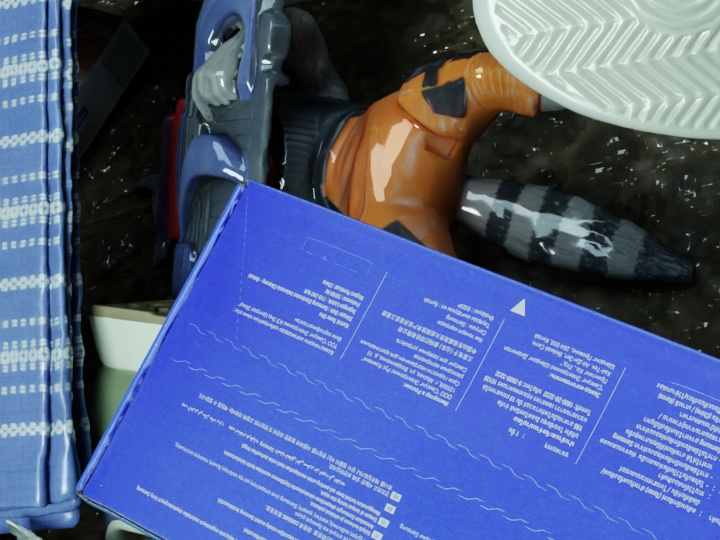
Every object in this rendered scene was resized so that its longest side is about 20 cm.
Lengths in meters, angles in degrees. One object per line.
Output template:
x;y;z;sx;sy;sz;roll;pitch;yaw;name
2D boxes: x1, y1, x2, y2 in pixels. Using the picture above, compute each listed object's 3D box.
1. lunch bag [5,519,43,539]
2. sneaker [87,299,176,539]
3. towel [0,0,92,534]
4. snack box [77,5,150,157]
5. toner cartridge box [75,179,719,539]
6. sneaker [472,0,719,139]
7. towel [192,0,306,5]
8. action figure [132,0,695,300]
-0.119;0.172;0.653;0.160;0.076;0.201;0;70;32;lunch bag
-0.003;0.065;0.652;0.199;0.067;0.090;11;98;39;sneaker
-0.141;-0.017;0.715;0.144;0.024;0.201;-8;78;33;towel
-0.177;-0.086;0.929;0.199;0.024;0.072;17;69;37;snack box
0.029;0.052;0.544;0.199;0.043;0.095;23;82;40;toner cartridge box
0.131;-0.080;0.667;0.199;0.075;0.085;1;12;0;sneaker
0.002;-0.143;0.778;0.199;0.171;0.048;-19;82;17;towel
0.000;0.000;0.746;0.193;0.104;0.201;12;93;42;action figure
